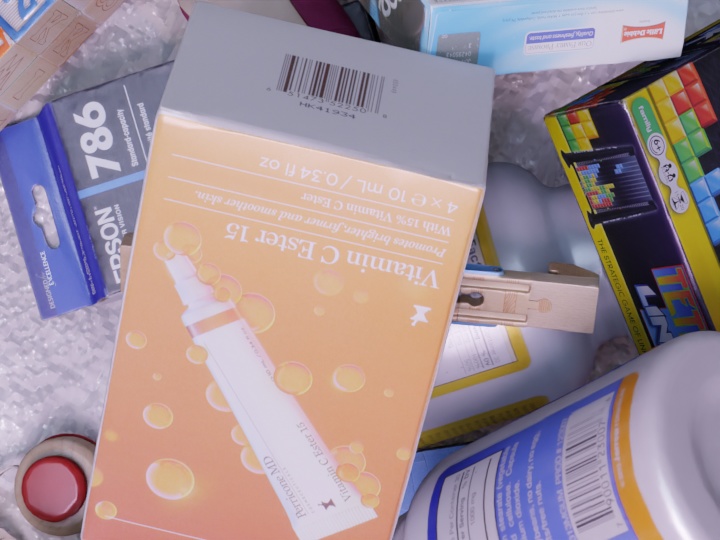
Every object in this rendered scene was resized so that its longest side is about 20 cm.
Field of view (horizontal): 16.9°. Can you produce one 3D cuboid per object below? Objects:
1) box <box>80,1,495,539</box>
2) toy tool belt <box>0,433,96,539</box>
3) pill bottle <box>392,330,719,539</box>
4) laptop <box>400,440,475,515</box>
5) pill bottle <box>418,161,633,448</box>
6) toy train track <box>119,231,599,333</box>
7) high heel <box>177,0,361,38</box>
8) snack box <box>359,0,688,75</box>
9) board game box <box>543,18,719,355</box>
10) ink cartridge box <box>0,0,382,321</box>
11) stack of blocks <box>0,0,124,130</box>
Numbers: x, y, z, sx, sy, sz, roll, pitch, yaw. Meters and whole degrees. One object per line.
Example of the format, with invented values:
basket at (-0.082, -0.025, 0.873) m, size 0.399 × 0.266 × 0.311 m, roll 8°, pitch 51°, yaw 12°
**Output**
box at (-0.029, 0.015, 0.951) m, size 0.124 × 0.098 × 0.201 m, roll 12°, pitch 122°, yaw -1°
toy tool belt at (-0.112, 0.169, 1.099) m, size 0.124 × 0.123 × 0.201 m, roll -25°, pitch 86°, yaw 6°
pill bottle at (0.088, 0.110, 0.978) m, size 0.200 × 0.112 × 0.113 m, roll -33°, pitch 84°, yaw 44°
laptop at (0.051, 0.174, 1.084) m, size 0.115 × 0.200 × 0.189 m, roll -9°, pitch 88°, yaw -31°
pill bottle at (0.037, 0.017, 1.087) m, size 0.199 × 0.112 × 0.113 m, roll -18°, pitch 87°, yaw 6°
toy train track at (0.000, 0.000, 1.017) m, size 0.199 × 0.033 × 0.115 m, roll 5°, pitch 121°, yaw 3°
high heel at (-0.023, -0.099, 1.090) m, size 0.067 × 0.200 × 0.096 m, roll -39°, pitch 125°, yaw 5°
snack box at (0.045, -0.145, 1.038) m, size 0.115 × 0.200 × 0.037 m, roll -7°, pitch 123°, yaw -19°
board game box at (0.185, -0.009, 1.033) m, size 0.165 × 0.057 × 0.201 m, roll -30°, pitch 102°, yaw -32°
ink cartridge box at (-0.076, -0.050, 1.140) m, size 0.199 × 0.039 × 0.100 m, roll -19°, pitch 88°, yaw 7°
stack of blocks at (-0.177, -0.148, 1.134) m, size 0.200 × 0.059 × 0.115 m, roll -46°, pitch 75°, yaw 5°
